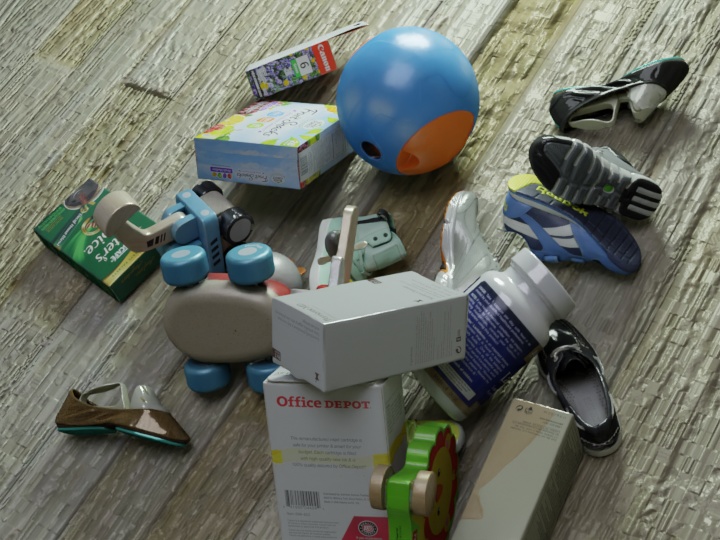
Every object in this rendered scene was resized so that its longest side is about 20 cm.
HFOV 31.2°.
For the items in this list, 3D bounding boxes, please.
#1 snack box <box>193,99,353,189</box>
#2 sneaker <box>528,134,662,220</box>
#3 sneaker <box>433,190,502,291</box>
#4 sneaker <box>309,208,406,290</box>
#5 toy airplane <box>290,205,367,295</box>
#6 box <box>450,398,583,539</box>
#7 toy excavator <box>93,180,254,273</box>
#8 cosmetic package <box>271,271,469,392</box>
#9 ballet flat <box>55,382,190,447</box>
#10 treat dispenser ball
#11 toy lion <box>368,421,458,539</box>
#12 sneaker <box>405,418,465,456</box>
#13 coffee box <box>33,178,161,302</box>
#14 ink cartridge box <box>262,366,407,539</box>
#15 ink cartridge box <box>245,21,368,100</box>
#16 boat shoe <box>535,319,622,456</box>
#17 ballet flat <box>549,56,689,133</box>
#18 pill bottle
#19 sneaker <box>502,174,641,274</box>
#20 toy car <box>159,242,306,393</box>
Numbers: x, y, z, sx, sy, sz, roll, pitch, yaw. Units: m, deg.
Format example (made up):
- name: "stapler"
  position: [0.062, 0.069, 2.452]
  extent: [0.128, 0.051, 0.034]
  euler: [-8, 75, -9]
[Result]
- name: "snack box"
  position: [-0.115, -0.182, 1.833]
  extent: [0.166, 0.069, 0.200]
  euler: [8, 26, 24]
- name: "sneaker"
  position: [0.288, -0.134, 1.669]
  extent: [0.076, 0.198, 0.116]
  euler: [-58, 23, 20]
- name: "sneaker"
  position: [0.148, -0.011, 1.674]
  extent: [0.090, 0.076, 0.203]
  euler: [4, 62, 12]
- name: "sneaker"
  position: [0.000, -0.001, 1.701]
  extent: [0.116, 0.074, 0.202]
  euler: [-12, 48, 18]
- name: "toy airplane"
  position: [-0.030, 0.051, 1.572]
  extent: [0.139, 0.201, 0.200]
  euler: [1, 32, 34]
- name: "box"
  position: [0.175, 0.256, 1.436]
  extent: [0.077, 0.095, 0.201]
  euler: [13, 57, 27]
- name: "toy excavator"
  position: [-0.250, -0.047, 1.733]
  extent: [0.199, 0.196, 0.100]
  euler: [-30, 50, -25]
- name: "cosmetic package"
  position: [0.010, 0.065, 1.430]
  extent: [0.198, 0.082, 0.112]
  euler: [-9, 19, -36]
- name: "ballet flat"
  position: [-0.305, 0.182, 1.666]
  extent: [0.197, 0.068, 0.073]
  euler: [2, 76, 26]
- name: "treat dispenser ball"
  position: [0.065, -0.234, 1.780]
  extent: [0.198, 0.202, 0.203]
  euler: [-9, 51, 11]
- name: "toy lion"
  position: [0.068, 0.274, 1.422]
  extent: [0.068, 0.191, 0.204]
  euler: [4, 95, 20]
- name: "sneaker"
  position: [0.026, 0.209, 1.532]
  extent: [0.197, 0.077, 0.076]
  euler: [-10, 50, 10]
- name: "coffee box"
  position: [-0.374, -0.048, 1.885]
  extent: [0.199, 0.044, 0.123]
  euler: [33, 69, 35]
- name: "ink cartridge box"
  position: [-0.022, 0.207, 1.465]
  extent: [0.143, 0.203, 0.083]
  euler: [0, 16, 19]
- name: "ink cartridge box"
  position: [-0.076, -0.320, 1.962]
  extent: [0.197, 0.051, 0.109]
  euler: [-21, 14, 1]
- name: "boat shoe"
  position: [0.254, 0.125, 1.532]
  extent: [0.073, 0.061, 0.202]
  euler: [-19, 50, 6]
- name: "ballet flat"
  position: [0.359, -0.232, 1.777]
  extent: [0.197, 0.068, 0.069]
  euler: [-16, 59, 20]
- name: "pill bottle"
  position: [0.154, 0.074, 1.542]
  extent: [0.200, 0.116, 0.116]
  euler: [-42, 51, 3]
- name: "sneaker"
  position: [0.268, -0.046, 1.659]
  extent: [0.199, 0.083, 0.074]
  euler: [33, 36, 19]
- name: "toy car"
  position: [-0.149, 0.033, 1.699]
  extent: [0.174, 0.187, 0.200]
  euler: [-2, 23, 18]
